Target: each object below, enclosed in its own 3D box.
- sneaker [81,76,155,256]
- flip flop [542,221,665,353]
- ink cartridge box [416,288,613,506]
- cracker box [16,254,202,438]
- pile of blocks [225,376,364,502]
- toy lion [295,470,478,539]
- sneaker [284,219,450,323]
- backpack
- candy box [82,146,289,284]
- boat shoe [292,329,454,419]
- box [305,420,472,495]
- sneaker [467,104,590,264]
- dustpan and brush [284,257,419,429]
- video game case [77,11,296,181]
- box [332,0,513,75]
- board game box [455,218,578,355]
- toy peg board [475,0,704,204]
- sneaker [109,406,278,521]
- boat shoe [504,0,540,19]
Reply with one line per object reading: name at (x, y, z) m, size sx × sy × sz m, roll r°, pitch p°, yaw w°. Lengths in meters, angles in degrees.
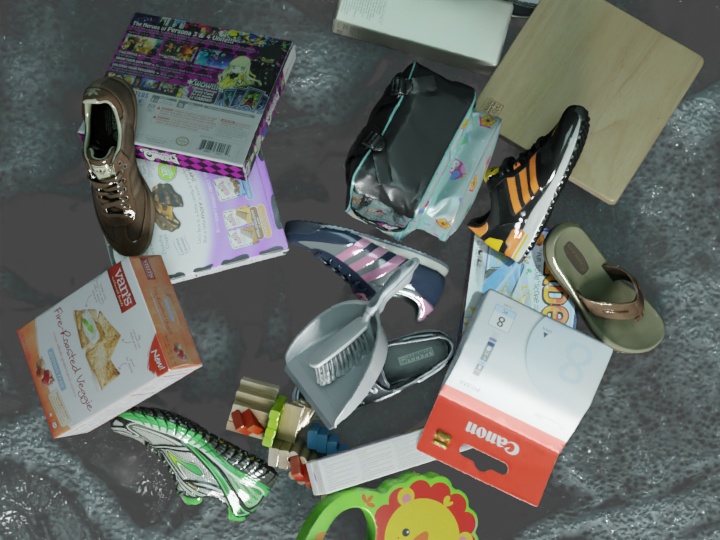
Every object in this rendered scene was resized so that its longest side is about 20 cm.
sneaker at (-0.273, -0.106, 1.443) m, size 0.070 × 0.076 × 0.201 m, roll -2°, pitch 105°, yaw 16°
flip flop at (0.289, 0.022, 1.554) m, size 0.081 × 0.058 × 0.200 m, roll -49°, pitch 112°, yaw -21°
ink cartridge box at (0.175, 0.144, 1.521) m, size 0.160 × 0.047 × 0.200 m, roll 26°, pitch 76°, yaw -3°
cracker box at (-0.279, 0.085, 1.472) m, size 0.200 × 0.058 × 0.134 m, roll -30°, pitch 75°, yaw 31°
pile of blocks at (-0.068, 0.201, 1.522) m, size 0.200 × 0.062 × 0.082 m, roll 39°, pitch 108°, yaw -5°
toy lion at (0.033, 0.309, 1.522) m, size 0.200 × 0.069 × 0.192 m, roll 33°, pitch 80°, yaw -20°
sneaker at (0.000, 0.000, 1.553) m, size 0.200 × 0.070 × 0.082 m, roll 18°, pitch 84°, yaw -1°
backpack at (0.062, -0.120, 1.504) m, size 0.153 × 0.200 × 0.176 m, roll 26°, pitch 78°, yaw -8°
candy box at (-0.200, -0.076, 1.544) m, size 0.200 × 0.072 × 0.168 m, roll -15°, pitch 88°, yaw -5°
boat shoe at (0.016, 0.120, 1.546) m, size 0.200 × 0.068 × 0.072 m, roll -18°, pitch 88°, yaw -4°
box at (0.036, 0.209, 1.522) m, size 0.200 × 0.039 × 0.042 m, roll -14°, pitch 86°, yaw -27°
sneaker at (0.184, -0.106, 1.503) m, size 0.090 × 0.070 × 0.200 m, roll 27°, pitch 121°, yaw 9°
dustpan and brush at (0.000, 0.066, 1.510) m, size 0.200 × 0.140 × 0.057 m, roll -41°, pitch 131°, yaw -2°
video game case at (-0.194, -0.200, 1.515) m, size 0.200 × 0.036 × 0.182 m, roll 12°, pitch 62°, yaw 11°
box at (0.072, -0.298, 1.579) m, size 0.200 × 0.068 × 0.082 m, roll 17°, pitch 86°, yaw -3°
board game box at (0.187, 0.047, 1.580) m, size 0.135 × 0.034 × 0.201 m, roll 7°, pitch 86°, yaw -3°
toy peg board at (0.263, -0.203, 1.582) m, size 0.199 × 0.098 × 0.200 m, roll 32°, pitch 85°, yaw 10°
sneaker at (-0.198, 0.218, 1.521) m, size 0.200 × 0.078 × 0.085 m, roll 30°, pitch 86°, yaw -2°
boat shoe at (0.152, -0.360, 1.590) m, size 0.200 × 0.063 × 0.073 m, roll 26°, pitch 85°, yaw -2°
